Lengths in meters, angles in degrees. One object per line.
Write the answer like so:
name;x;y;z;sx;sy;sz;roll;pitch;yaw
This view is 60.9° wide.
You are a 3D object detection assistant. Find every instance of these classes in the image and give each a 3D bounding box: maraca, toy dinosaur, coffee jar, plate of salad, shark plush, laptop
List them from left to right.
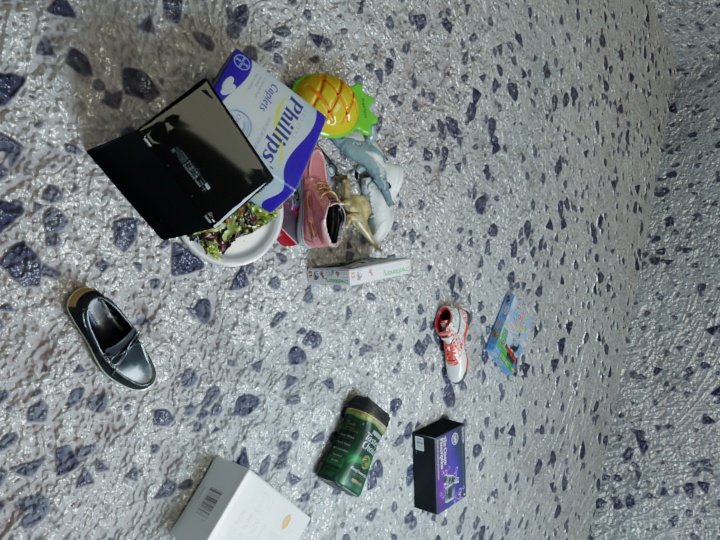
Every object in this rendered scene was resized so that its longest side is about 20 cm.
laptop;-0.279;-0.165;0.964;0.200;0.116;0.188;-42;124;-12
plate of salad;-0.228;-0.108;1.085;0.197;0.048;0.203;0;91;-26
maraca;-0.052;-0.334;1.248;0.198;0.107;0.139;-5;81;-33
toy dinosaur;-0.016;-0.114;1.322;0.100;0.058;0.202;-31;99;-23
coffee jar;-0.009;0.385;1.356;0.104;0.085;0.202;45;60;-39
shark plush;0.010;-0.227;1.345;0.083;0.090;0.202;-34;107;-25

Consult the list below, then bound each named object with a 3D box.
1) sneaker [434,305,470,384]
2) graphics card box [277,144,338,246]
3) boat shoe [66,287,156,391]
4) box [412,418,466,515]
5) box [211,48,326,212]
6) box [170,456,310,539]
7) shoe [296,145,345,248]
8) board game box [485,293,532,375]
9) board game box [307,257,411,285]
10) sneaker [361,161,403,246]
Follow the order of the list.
sneaker;0.237;0.195;1.632;0.107;0.067;0.204;19;75;-45
graphics card box;-0.133;-0.166;1.221;0.126;0.050;0.202;47;58;-38
boat shoe;-0.380;0.113;0.957;0.075;0.062;0.202;-47;126;-37
box;0.209;0.510;1.609;0.140;0.078;0.203;-9;99;-49
box;-0.184;-0.238;1.059;0.199;0.105;0.186;33;56;-22
box;-0.214;0.466;1.121;0.201;0.105;0.153;53;55;-34
shoe;-0.073;-0.144;1.184;0.071;0.090;0.203;0;92;-47
board game box;0.462;0.198;1.898;0.151;0.036;0.202;48;57;-37
board game box;0.000;0.000;1.318;0.199;0.125;0.035;-11;100;-46
sneaker;0.033;-0.157;1.403;0.099;0.075;0.203;17;79;-26
